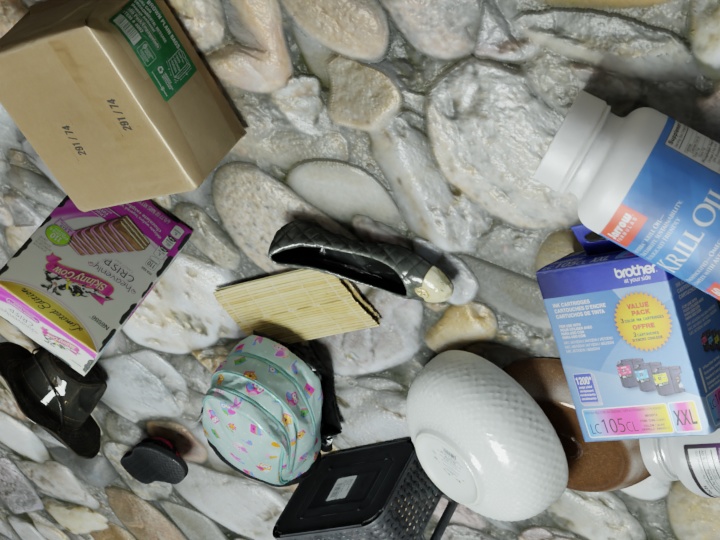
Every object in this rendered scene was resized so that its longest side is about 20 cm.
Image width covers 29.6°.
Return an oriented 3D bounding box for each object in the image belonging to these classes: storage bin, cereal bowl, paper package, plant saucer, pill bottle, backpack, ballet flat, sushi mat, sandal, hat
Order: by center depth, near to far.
[{"bbox_3d":[0.247,-0.063,1.109,0.200,0.112,0.112,28,142,5],"label":"pill bottle"},{"bbox_3d":[0.365,0.153,1.262,0.200,0.112,0.112,-10,126,42],"label":"pill bottle"},{"bbox_3d":[-0.245,-0.171,1.342,0.191,0.103,0.200,-7,127,38],"label":"paper package"},{"bbox_3d":[0.000,0.000,1.394,0.200,0.057,0.066,17,140,20],"label":"ballet flat"},{"bbox_3d":[0.119,0.188,1.447,0.200,0.083,0.200,39,150,28],"label":"cereal bowl"},{"bbox_3d":[0.222,0.176,1.450,0.200,0.037,0.200,20,141,17],"label":"plant saucer"},{"bbox_3d":[-0.075,0.041,1.527,0.200,0.012,0.096,-13,125,43],"label":"sushi mat"},{"bbox_3d":[-0.110,0.166,1.591,0.167,0.127,0.200,24,147,8],"label":"backpack"},{"bbox_3d":[0.006,0.291,1.642,0.200,0.135,0.094,-17,121,45],"label":"storage bin"},{"bbox_3d":[-0.391,0.149,1.801,0.201,0.081,0.201,49,-175,-6],"label":"hat"},{"bbox_3d":[-0.285,0.260,1.897,0.075,0.045,0.200,48,155,-10],"label":"sandal"}]

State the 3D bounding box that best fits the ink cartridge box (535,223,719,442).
[{"bbox_3d":[0.246,0.046,1.223,0.136,0.076,0.200,-11,98,42],"label":"ink cartridge box"}]

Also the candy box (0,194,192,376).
[{"bbox_3d":[-0.293,-0.004,1.477,0.136,0.200,0.061,35,143,-4],"label":"candy box"}]
